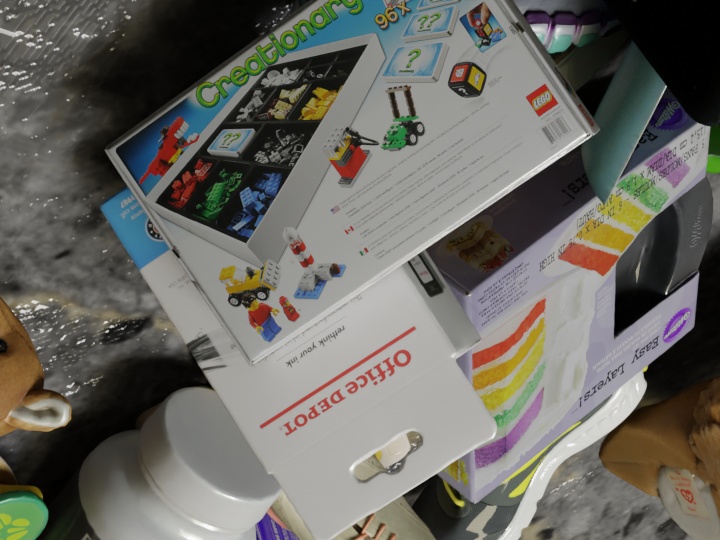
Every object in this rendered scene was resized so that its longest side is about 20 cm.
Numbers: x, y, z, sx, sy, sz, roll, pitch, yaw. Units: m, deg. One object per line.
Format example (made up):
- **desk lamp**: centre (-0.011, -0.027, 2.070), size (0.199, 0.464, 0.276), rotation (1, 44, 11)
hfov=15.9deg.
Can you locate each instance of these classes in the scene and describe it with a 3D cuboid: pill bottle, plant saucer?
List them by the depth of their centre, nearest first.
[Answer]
- **plant saucer**: centre (0.159, -0.127, 1.304), size (0.200, 0.027, 0.200), rotation (-61, 175, -9)
- **pill bottle**: centre (-0.128, 0.160, 1.447), size (0.111, 0.111, 0.200), rotation (9, 132, -42)

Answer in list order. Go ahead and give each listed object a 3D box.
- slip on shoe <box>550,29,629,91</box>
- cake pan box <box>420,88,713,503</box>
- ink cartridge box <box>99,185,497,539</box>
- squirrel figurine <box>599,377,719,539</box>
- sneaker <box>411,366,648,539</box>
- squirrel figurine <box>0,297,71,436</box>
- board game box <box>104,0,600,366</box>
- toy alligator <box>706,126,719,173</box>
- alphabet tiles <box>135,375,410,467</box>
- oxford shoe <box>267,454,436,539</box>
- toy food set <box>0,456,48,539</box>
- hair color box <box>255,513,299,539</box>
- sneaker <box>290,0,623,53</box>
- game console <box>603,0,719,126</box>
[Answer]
- **slip on shoe**: centre (0.066, -0.094, 1.337), size (0.200, 0.061, 0.076), rotation (-41, -179, -7)
- **cake pan box**: centre (0.115, 0.010, 1.440), size (0.200, 0.052, 0.184), rotation (-35, 147, -27)
- **ink cartridge box**: centre (-0.023, 0.019, 1.277), size (0.116, 0.200, 0.068), rotation (-33, 177, 15)
- **squirrel figurine**: centre (0.274, 0.083, 1.604), size (0.187, 0.142, 0.200), rotation (-34, 159, -25)
- **sneaker**: centre (0.083, 0.102, 1.584), size (0.200, 0.074, 0.085), rotation (-49, 136, 9)
- **squirrel figurine**: centre (-0.238, 0.097, 1.269), size (0.187, 0.141, 0.200), rotation (-25, 116, -40)
- **board game box**: centre (-0.005, -0.062, 1.208), size (0.200, 0.126, 0.035), rotation (-34, 180, 15)
- **toy alligator**: centre (0.220, -0.085, 1.462), size (0.059, 0.054, 0.200), rotation (8, 129, -41)
- **alphabet tiles**: centre (-0.030, 0.077, 1.509), size (0.195, 0.015, 0.200), rotation (-27, 144, -6)
- **oxford shoe**: centre (0.004, 0.149, 1.508), size (0.071, 0.074, 0.200), rotation (-47, 123, -4)
- **toy food set**: centre (-0.275, 0.156, 1.398), size (0.200, 0.049, 0.198), rotation (7, 129, -40)
- **hair color box**: centre (-0.048, 0.208, 1.601), size (0.109, 0.065, 0.200), rotation (-33, 144, 20)
- **sneaker**: centre (0.064, -0.154, 1.257), size (0.200, 0.074, 0.088), rotation (-14, 134, -22)
- **game console**: centre (0.187, -0.192, 1.187), size (0.116, 0.200, 0.176), rotation (-3, 136, -32)
